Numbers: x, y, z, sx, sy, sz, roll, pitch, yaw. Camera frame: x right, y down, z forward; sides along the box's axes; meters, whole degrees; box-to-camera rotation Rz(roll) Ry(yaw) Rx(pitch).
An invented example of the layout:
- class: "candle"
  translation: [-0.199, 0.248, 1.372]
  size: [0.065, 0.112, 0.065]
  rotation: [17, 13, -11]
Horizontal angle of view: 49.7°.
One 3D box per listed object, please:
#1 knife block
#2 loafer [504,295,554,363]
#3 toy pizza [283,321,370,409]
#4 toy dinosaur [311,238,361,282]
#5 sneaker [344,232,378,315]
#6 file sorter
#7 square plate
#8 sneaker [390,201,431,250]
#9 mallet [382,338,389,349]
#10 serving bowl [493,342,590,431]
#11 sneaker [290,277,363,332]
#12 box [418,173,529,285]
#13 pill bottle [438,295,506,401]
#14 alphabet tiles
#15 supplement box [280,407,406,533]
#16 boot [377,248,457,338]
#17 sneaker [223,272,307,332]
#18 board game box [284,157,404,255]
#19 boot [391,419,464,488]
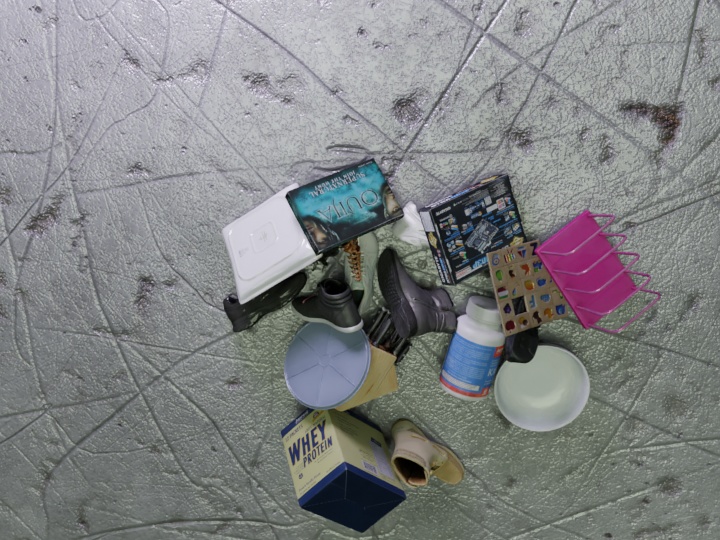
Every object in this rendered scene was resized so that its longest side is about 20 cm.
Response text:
- class: "knife block"
  translation: [0.013, 0.179, 1.621]
  size: [0.199, 0.064, 0.176]
  rotation: [-18, 113, -16]
- class: "loafer"
  translation: [0.339, 0.095, 1.597]
  size: [0.073, 0.072, 0.200]
  rotation: [29, 74, -9]
- class: "toy pizza"
  translation: [-0.067, 0.189, 1.606]
  size: [0.200, 0.032, 0.201]
  rotation: [-10, 66, 23]
- class: "toy dinosaur"
  translation: [-0.057, -0.068, 1.561]
  size: [0.136, 0.200, 0.102]
  rotation: [-35, 141, 17]
- class: "sneaker"
  translation: [0.000, 0.000, 1.608]
  size: [0.070, 0.080, 0.201]
  rotation: [1, 106, 6]
- class: "file sorter"
  translation: [0.472, 0.005, 1.528]
  size: [0.139, 0.125, 0.200]
  rotation: [-37, 102, -7]
- class: "square plate"
  translation: [-0.187, -0.060, 1.557]
  size: [0.198, 0.200, 0.028]
  rotation: [-30, 144, 13]
- class: "sneaker"
  translation: [0.168, -0.079, 1.573]
  size: [0.199, 0.078, 0.100]
  rotation: [21, 103, -5]
- class: "mallet"
  translation: [0.033, 0.210, 1.697]
  size: [0.066, 0.041, 0.200]
  rotation: [41, 102, -9]
- class: "serving bowl"
  translation: [0.383, 0.240, 1.662]
  size: [0.199, 0.066, 0.201]
  rotation: [1, 108, 5]
- class: "sneaker"
  translation: [-0.076, 0.055, 1.592]
  size: [0.200, 0.071, 0.100]
  rotation: [15, 125, 45]
- class: "box"
  translation: [0.225, -0.082, 1.526]
  size: [0.200, 0.046, 0.159]
  rotation: [-26, 105, -24]
- class: "pill bottle"
  translation: [0.239, 0.160, 1.622]
  size: [0.112, 0.112, 0.201]
  rotation: [14, 109, 0]
- class: "alphabet tiles"
  translation: [0.349, 0.026, 1.558]
  size: [0.199, 0.008, 0.168]
  rotation: [-14, 92, -27]
- class: "supplement box"
  translation: [-0.038, 0.409, 1.644]
  size: [0.134, 0.200, 0.200]
  rotation: [-42, 129, 15]
- class: "boot"
  translation: [0.117, 0.047, 1.615]
  size: [0.131, 0.070, 0.201]
  rotation: [-5, 70, -30]
- class: "sneaker"
  translation: [-0.206, 0.051, 1.646]
  size: [0.200, 0.076, 0.091]
  rotation: [-31, 93, 9]
- class: "board game box"
  translation: [-0.029, -0.126, 1.517]
  size: [0.200, 0.028, 0.136]
  rotation: [-25, 80, -22]
- class: "boot"
  translation: [0.147, 0.427, 1.692]
  size: [0.200, 0.156, 0.073]
  rotation: [42, 106, -9]
